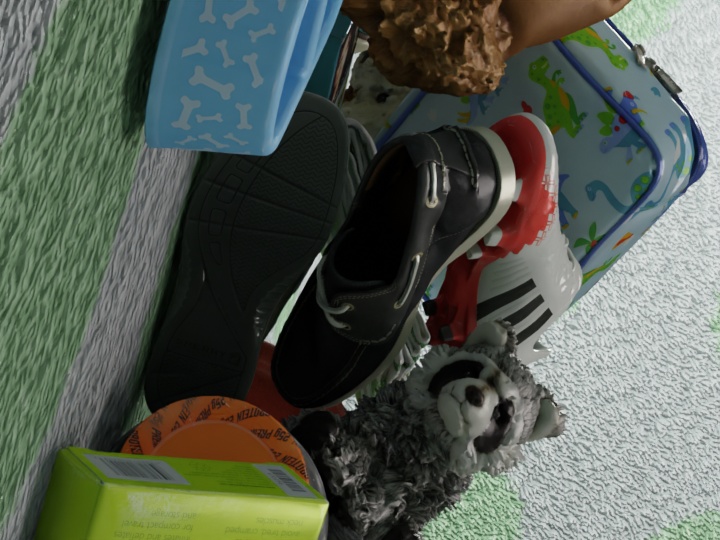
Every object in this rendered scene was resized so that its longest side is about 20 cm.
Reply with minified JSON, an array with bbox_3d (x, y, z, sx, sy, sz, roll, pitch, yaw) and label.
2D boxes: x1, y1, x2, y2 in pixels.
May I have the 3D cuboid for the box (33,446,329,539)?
[{"bbox_3d":[-0.101,0.182,0.927,0.048,0.122,0.200,32,-71,52],"label":"box"}]

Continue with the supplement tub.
[{"bbox_3d":[-0.081,0.145,1.074,0.200,0.122,0.123,101,6,-65],"label":"supplement tub"}]

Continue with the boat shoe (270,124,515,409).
[{"bbox_3d":[0.000,0.000,1.081,0.068,0.072,0.200,-8,144,-46],"label":"boat shoe"}]

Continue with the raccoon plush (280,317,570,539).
[{"bbox_3d":[0.022,0.088,1.131,0.134,0.097,0.200,-33,-170,-18],"label":"raccoon plush"}]

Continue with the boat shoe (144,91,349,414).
[{"bbox_3d":[-0.062,-0.008,1.106,0.065,0.074,0.202,-85,-166,-69],"label":"boat shoe"}]

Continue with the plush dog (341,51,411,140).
[{"bbox_3d":[0.047,-0.125,1.390,0.172,0.160,0.200,-47,-155,-17],"label":"plush dog"}]

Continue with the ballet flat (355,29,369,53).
[{"bbox_3d":[0.005,-0.221,1.350,0.069,0.069,0.200,103,6,-61],"label":"ballet flat"}]

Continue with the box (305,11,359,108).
[{"bbox_3d":[-0.037,-0.102,1.214,0.200,0.049,0.082,105,3,-52],"label":"box"}]

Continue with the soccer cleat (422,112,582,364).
[{"bbox_3d":[0.087,-0.012,1.128,0.200,0.085,0.069,102,-32,-44],"label":"soccer cleat"}]

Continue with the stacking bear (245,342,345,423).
[{"bbox_3d":[-0.069,0.130,1.363,0.200,0.114,0.122,117,-9,-75],"label":"stacking bear"}]

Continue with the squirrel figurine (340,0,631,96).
[{"bbox_3d":[0.046,-0.201,1.078,0.200,0.141,0.187,-49,134,-36],"label":"squirrel figurine"}]

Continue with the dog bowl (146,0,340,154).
[{"bbox_3d":[-0.037,-0.122,0.863,0.200,0.050,0.112,-69,176,-53],"label":"dog bowl"}]

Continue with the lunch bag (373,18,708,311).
[{"bbox_3d":[0.096,-0.064,1.223,0.082,0.161,0.200,-25,160,-51],"label":"lunch bag"}]

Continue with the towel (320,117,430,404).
[{"bbox_3d":[0.005,0.008,1.229,0.200,0.031,0.149,101,-23,-73],"label":"towel"}]
